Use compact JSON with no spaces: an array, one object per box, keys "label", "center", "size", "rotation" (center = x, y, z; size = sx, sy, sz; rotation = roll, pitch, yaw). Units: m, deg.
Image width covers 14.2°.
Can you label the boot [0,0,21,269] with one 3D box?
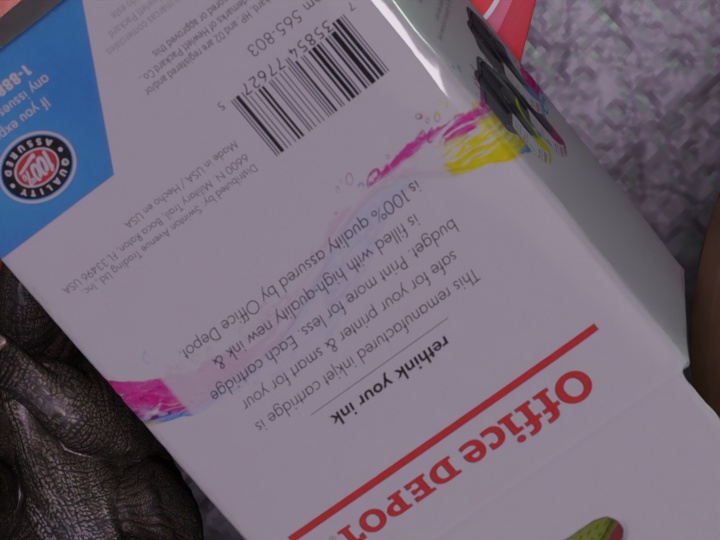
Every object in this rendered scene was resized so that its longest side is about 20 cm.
[{"label":"boot","center":[-0.072,-0.088,0.776],"size":[0.107,0.075,0.200],"rotation":[25,91,-23]}]

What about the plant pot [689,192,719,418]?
[{"label":"plant pot","center":[0.171,0.009,0.781],"size":[0.201,0.093,0.201],"rotation":[-3,100,-18]}]

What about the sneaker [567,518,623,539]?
[{"label":"sneaker","center":[0.064,0.121,0.747],"size":[0.090,0.078,0.200],"rotation":[4,56,15]}]

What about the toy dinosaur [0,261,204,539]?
[{"label":"toy dinosaur","center":[-0.070,0.059,0.738],"size":[0.077,0.102,0.200],"rotation":[-35,83,11]}]

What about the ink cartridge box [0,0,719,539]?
[{"label":"ink cartridge box","center":[0.000,0.000,0.704],"size":[0.115,0.068,0.200],"rotation":[-35,104,17]}]

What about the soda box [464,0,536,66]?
[{"label":"soda box","center":[0.006,-0.059,0.752],"size":[0.070,0.063,0.200],"rotation":[11,113,-4]}]
